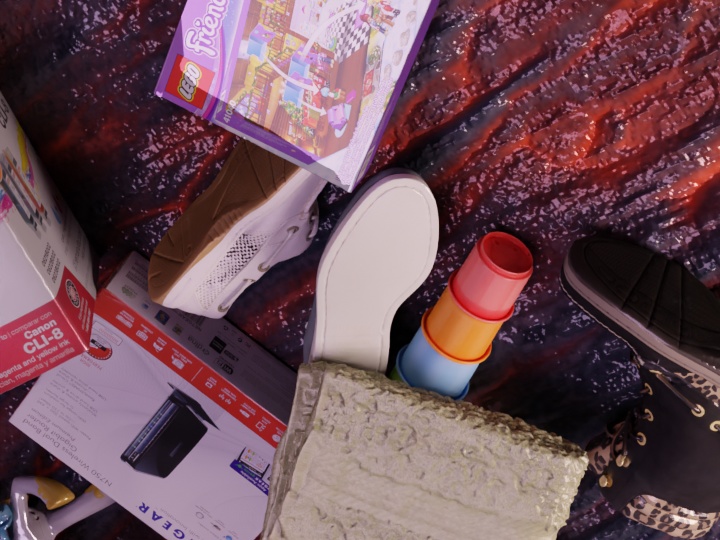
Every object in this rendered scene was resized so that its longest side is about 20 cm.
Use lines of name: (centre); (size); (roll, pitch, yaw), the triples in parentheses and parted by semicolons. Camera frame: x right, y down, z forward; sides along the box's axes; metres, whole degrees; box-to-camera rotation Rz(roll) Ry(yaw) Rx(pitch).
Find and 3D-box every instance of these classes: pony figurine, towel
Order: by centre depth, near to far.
towel: (0.039, 0.145, 1.350); (0.199, 0.037, 0.149); (17, 113, 4)
pony figurine: (-0.257, 0.243, 1.605); (0.199, 0.166, 0.195); (-10, 88, 35)

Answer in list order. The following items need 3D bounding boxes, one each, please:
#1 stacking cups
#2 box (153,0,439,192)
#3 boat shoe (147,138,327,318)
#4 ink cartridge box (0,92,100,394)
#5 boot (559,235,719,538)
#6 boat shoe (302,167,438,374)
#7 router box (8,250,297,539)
stacking cups: (0.055, 0.059, 1.350); (0.060, 0.061, 0.200); (31, 132, 1)
box: (-0.025, -0.164, 1.201); (0.136, 0.039, 0.201); (27, 117, 5)
boat shoe: (-0.058, -0.040, 1.334); (0.069, 0.071, 0.200); (25, 130, -30)
ink cartridge box: (-0.284, -0.028, 1.364); (0.144, 0.146, 0.201); (-25, 115, 9)
boot: (0.186, 0.079, 1.299); (0.199, 0.073, 0.151); (30, 133, -6)
boat shoe: (0.000, 0.000, 1.327); (0.072, 0.062, 0.201); (2, 135, -14)
router box: (-0.132, 0.108, 1.487); (0.199, 0.049, 0.180); (37, 132, -4)
